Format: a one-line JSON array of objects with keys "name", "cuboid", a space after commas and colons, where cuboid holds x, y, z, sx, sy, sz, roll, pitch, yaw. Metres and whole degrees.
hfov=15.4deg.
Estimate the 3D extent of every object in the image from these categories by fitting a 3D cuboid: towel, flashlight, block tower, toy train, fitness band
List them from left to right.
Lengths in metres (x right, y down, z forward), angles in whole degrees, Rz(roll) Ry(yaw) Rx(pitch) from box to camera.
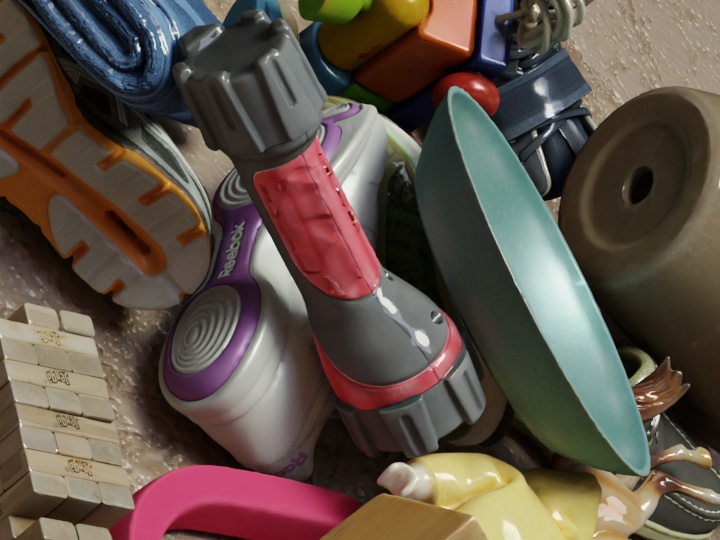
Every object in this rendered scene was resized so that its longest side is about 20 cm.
[{"name": "block tower", "cuboid": [-0.120, 0.112, 1.040, 0.054, 0.058, 0.200, 14, 47, -43]}, {"name": "towel", "cuboid": [-0.102, -0.114, 1.193, 0.112, 0.049, 0.200, 46, 5, 5]}, {"name": "fitness band", "cuboid": [-0.028, 0.155, 1.129, 0.200, 0.037, 0.144, 17, 44, -42]}, {"name": "flashlight", "cuboid": [-0.011, -0.013, 1.123, 0.068, 0.068, 0.200, -85, 154, -55]}, {"name": "toy train", "cuboid": [0.023, -0.128, 1.308, 0.115, 0.200, 0.085, 20, 61, -28]}]

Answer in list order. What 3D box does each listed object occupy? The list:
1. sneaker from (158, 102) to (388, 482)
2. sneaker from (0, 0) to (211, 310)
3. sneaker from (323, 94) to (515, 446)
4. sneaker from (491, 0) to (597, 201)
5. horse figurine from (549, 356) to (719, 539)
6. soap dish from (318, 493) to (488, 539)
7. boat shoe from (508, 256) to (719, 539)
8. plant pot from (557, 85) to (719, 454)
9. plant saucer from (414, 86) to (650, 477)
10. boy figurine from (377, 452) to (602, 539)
[{"name": "sneaker", "cuboid": [-0.028, 0.010, 1.226, 0.100, 0.075, 0.200, 50, 46, -32]}, {"name": "sneaker", "cuboid": [-0.141, -0.068, 1.177, 0.200, 0.078, 0.077, 49, 20, -9]}, {"name": "sneaker", "cuboid": [0.000, 0.000, 1.282, 0.088, 0.077, 0.200, -11, 62, -36]}, {"name": "sneaker", "cuboid": [0.100, -0.121, 1.395, 0.077, 0.202, 0.146, -26, 83, -37]}, {"name": "horse figurine", "cuboid": [0.134, 0.146, 1.295, 0.132, 0.050, 0.201, -2, 71, -26]}, {"name": "soap dish", "cuboid": [0.005, 0.187, 0.983, 0.081, 0.157, 0.200, 43, -13, 46]}, {"name": "boat shoe", "cuboid": [0.124, 0.067, 1.360, 0.201, 0.066, 0.072, 40, 35, -18]}, {"name": "plant pot", "cuboid": [0.199, -0.008, 1.395, 0.174, 0.200, 0.201, 27, 41, -36]}, {"name": "plant saucer", "cuboid": [0.074, 0.011, 1.231, 0.200, 0.036, 0.200, 59, 12, -21]}, {"name": "boy figurine", "cuboid": [0.053, 0.130, 1.164, 0.124, 0.064, 0.200, 52, 27, -3]}]
